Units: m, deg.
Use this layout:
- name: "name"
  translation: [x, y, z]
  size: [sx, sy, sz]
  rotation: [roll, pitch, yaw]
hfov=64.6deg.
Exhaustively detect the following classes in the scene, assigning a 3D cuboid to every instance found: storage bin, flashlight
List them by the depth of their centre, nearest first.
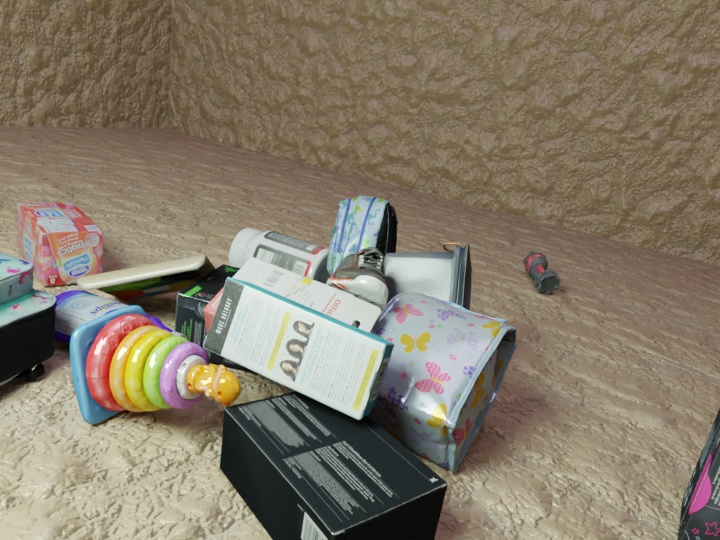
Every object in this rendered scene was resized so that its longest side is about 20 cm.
- name: "storage bin"
  translation: [0.110, 0.028, 0.926]
  size: [0.130, 0.150, 0.200]
  rotation: [5, -15, 13]
- name: "flashlight"
  translation: [0.493, 0.004, 1.542]
  size: [0.066, 0.070, 0.200]
  rotation: [13, 16, -1]

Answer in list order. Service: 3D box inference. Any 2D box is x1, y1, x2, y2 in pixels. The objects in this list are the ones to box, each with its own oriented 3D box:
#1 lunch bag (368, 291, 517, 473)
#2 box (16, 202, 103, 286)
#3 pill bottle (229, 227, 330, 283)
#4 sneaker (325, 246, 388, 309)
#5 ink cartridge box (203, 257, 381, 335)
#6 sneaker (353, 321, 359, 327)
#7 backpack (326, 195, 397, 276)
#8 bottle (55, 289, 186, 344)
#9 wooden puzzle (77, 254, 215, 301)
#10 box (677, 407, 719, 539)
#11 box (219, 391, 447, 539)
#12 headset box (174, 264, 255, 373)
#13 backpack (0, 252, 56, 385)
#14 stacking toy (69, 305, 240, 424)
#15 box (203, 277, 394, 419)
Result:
- name: "lunch bag"
  translation: [0.094, 0.124, 0.735]
  size: [0.166, 0.129, 0.201]
  rotation: [18, 49, 28]
- name: "box"
  translation: [-0.547, -0.053, 1.031]
  size: [0.101, 0.097, 0.198]
  rotation: [-5, 23, -42]
- name: "pill bottle"
  translation: [-0.150, -0.011, 1.110]
  size: [0.196, 0.117, 0.113]
  rotation: [18, 19, 24]
- name: "sneaker"
  translation: [0.000, 0.000, 0.791]
  size: [0.076, 0.083, 0.200]
  rotation: [31, -7, -14]
- name: "ink cartridge box"
  translation: [-0.083, 0.070, 0.720]
  size: [0.195, 0.069, 0.117]
  rotation: [20, 42, 16]
- name: "sneaker"
  translation: [-0.028, 0.120, 0.862]
  size: [0.073, 0.086, 0.203]
  rotation: [-5, 41, 7]
- name: "backpack"
  translation: [0.007, -0.038, 1.059]
  size: [0.151, 0.204, 0.163]
  rotation: [21, -6, 22]
- name: "bottle"
  translation: [-0.333, 0.083, 0.783]
  size: [0.195, 0.067, 0.083]
  rotation: [15, 16, 15]
- name: "wooden puzzle"
  translation: [-0.323, 0.017, 0.903]
  size: [0.180, 0.038, 0.200]
  rotation: [-11, -3, -9]
- name: "box"
  translation: [0.429, 0.215, 0.601]
  size: [0.113, 0.205, 0.131]
  rotation: [21, 20, 29]
- name: "box"
  translation: [-0.034, 0.203, 0.566]
  size: [0.139, 0.081, 0.198]
  rotation: [-6, 23, -38]
- name: "headset box"
  translation: [-0.170, 0.071, 0.876]
  size: [0.194, 0.095, 0.174]
  rotation: [12, 16, 7]
- name: "backpack"
  translation: [-0.486, 0.054, 0.662]
  size: [0.194, 0.155, 0.178]
  rotation: [9, 17, 14]
- name: "stacking toy"
  translation: [-0.208, 0.111, 0.622]
  size: [0.195, 0.120, 0.109]
  rotation: [4, 15, 26]
- name: "box"
  translation: [-0.068, 0.082, 0.624]
  size: [0.196, 0.084, 0.049]
  rotation: [21, 0, 16]
